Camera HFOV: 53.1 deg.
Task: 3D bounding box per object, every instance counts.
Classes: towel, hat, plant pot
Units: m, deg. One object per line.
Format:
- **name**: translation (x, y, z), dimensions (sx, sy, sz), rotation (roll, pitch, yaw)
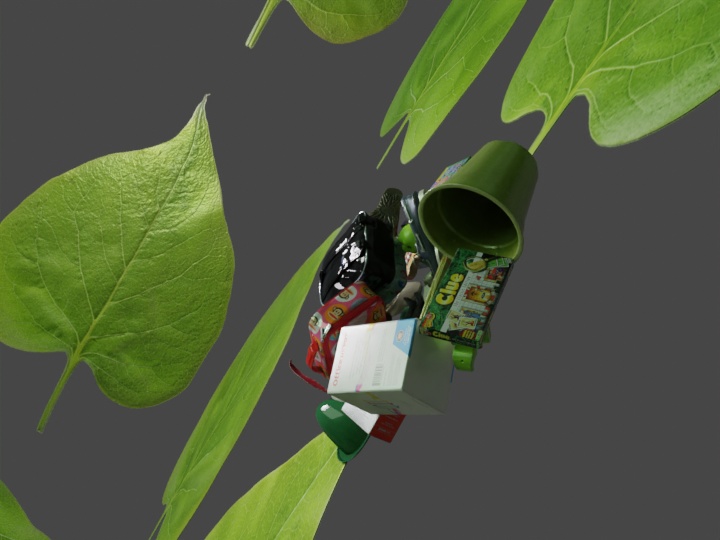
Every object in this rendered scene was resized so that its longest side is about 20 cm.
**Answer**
- **towel**: translation (0.176, 0.025, 1.364), dimensions (0.018, 0.086, 0.201), rotation (-7, 53, 53)
- **hat**: translation (-0.078, 0.291, 1.521), dimensions (0.166, 0.176, 0.200), rotation (-66, 15, -22)
- **plant pot**: translation (0.237, -0.136, 1.315), dimensions (0.190, 0.200, 0.200), rotation (-54, 9, -32)

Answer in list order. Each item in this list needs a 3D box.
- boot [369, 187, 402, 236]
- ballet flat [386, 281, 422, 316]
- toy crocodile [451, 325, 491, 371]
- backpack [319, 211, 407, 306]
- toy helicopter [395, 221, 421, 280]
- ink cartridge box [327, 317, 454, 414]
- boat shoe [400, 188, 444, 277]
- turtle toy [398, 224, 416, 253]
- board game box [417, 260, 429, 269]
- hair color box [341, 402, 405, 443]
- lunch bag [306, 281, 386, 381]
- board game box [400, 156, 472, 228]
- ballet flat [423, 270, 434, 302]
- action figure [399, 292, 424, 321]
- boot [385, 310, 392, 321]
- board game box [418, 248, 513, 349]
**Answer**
- **boot**: translation (0.059, -0.073, 1.734), dimensions (0.200, 0.066, 0.175), rotation (94, -160, -48)
- **ballet flat**: translation (0.065, 0.075, 1.657), dimensions (0.200, 0.069, 0.070), rotation (-45, 20, 46)
- **toy crocodile**: translation (0.192, 0.087, 1.241), dimensions (0.067, 0.062, 0.200), rotation (-7, 38, 18)
- **backpack**: translation (0.000, 0.000, 1.514), dimensions (0.200, 0.150, 0.178), rotation (-43, 34, 34)
- **toy helicopter**: translation (0.126, -0.049, 1.604), dimensions (0.200, 0.079, 0.133), rotation (-1, 79, 61)
- **ink cartridge box**: translation (0.046, 0.173, 1.263), dimensions (0.199, 0.125, 0.129), rotation (-10, 57, 43)
- **boat shoe**: translation (0.130, -0.055, 1.398), dimensions (0.062, 0.201, 0.075), rotation (-17, 7, 27)
- **turtle toy**: translation (0.170, -0.099, 1.477), dimensions (0.199, 0.102, 0.146), rotation (-17, -14, 10)
- **board game box**: translation (0.146, -0.064, 1.760), dimensions (0.135, 0.029, 0.200), rotation (-64, 14, -13)
- **hair color box**: translation (0.058, 0.212, 1.382), dimensions (0.111, 0.064, 0.201), rotation (28, 89, 56)
- **lunch bag**: translation (-0.031, 0.134, 1.411), dimensions (0.176, 0.082, 0.200), rotation (-35, -36, -21)
- **board game box**: translation (0.188, -0.179, 1.733), dimensions (0.200, 0.029, 0.135), rotation (-52, 12, -14)
- **ballet flat**: translation (0.156, 0.037, 1.443), dimensions (0.070, 0.069, 0.200), rotation (-51, 17, 32)
- **action figure**: translation (0.092, 0.144, 1.489), dimensions (0.118, 0.055, 0.201), rotation (-34, 34, 55)
- **boot**: translation (0.022, 0.159, 1.620), dimensions (0.146, 0.070, 0.201), rotation (-76, 10, -74)
- **board game box**: translation (0.182, 0.042, 1.218), dimensions (0.024, 0.104, 0.200), rotation (78, -148, -42)
